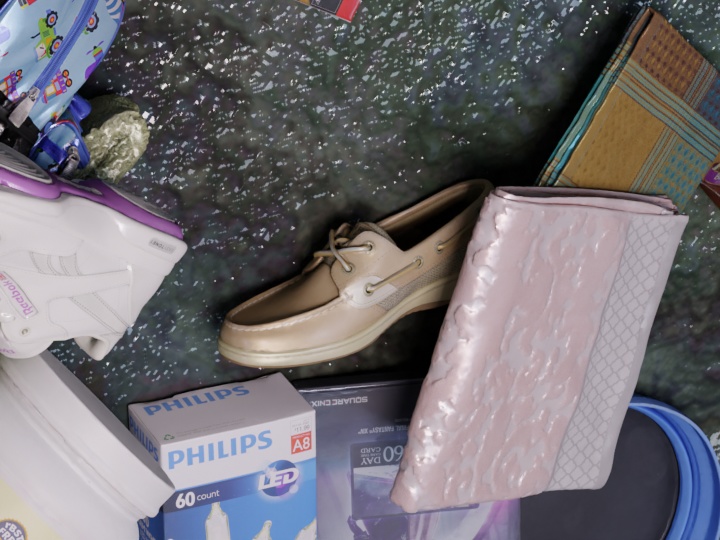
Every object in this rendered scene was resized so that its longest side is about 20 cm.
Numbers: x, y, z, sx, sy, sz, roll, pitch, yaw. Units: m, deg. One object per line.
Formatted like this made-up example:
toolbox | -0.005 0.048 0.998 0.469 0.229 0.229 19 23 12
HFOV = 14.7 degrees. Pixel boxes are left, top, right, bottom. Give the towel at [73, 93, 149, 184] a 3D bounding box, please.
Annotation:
towel | -0.190 -0.016 1.509 0.036 0.148 0.200 44 90 -10

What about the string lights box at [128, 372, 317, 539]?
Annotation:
string lights box | -0.082 0.170 1.704 0.102 0.059 0.201 -12 119 -21

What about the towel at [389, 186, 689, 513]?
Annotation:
towel | 0.111 0.048 1.681 0.190 0.032 0.201 0 111 -48

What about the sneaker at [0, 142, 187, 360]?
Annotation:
sneaker | -0.169 -0.006 1.340 0.200 0.075 0.100 21 102 -47

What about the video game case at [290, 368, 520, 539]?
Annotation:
video game case | 0.030 0.157 1.752 0.142 0.019 0.201 -5 112 -8

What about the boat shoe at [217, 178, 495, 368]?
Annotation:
boat shoe | 0.000 0.000 1.660 0.199 0.072 0.065 -21 118 -25

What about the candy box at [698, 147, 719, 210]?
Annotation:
candy box | 0.306 -0.001 1.792 0.056 0.117 0.200 -44 125 -2

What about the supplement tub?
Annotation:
supplement tub | -0.217 0.149 1.561 0.200 0.145 0.145 -45 126 -2

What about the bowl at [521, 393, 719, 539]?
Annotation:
bowl | 0.145 0.169 1.837 0.200 0.039 0.202 -12 119 -23

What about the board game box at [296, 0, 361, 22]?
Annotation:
board game box | -0.018 -0.250 1.545 0.126 0.035 0.201 18 105 -33

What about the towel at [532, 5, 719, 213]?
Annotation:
towel | 0.155 -0.049 1.712 0.201 0.022 0.147 -59 143 -2

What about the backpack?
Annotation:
backpack | -0.203 -0.111 1.430 0.200 0.182 0.135 -49 123 -5
